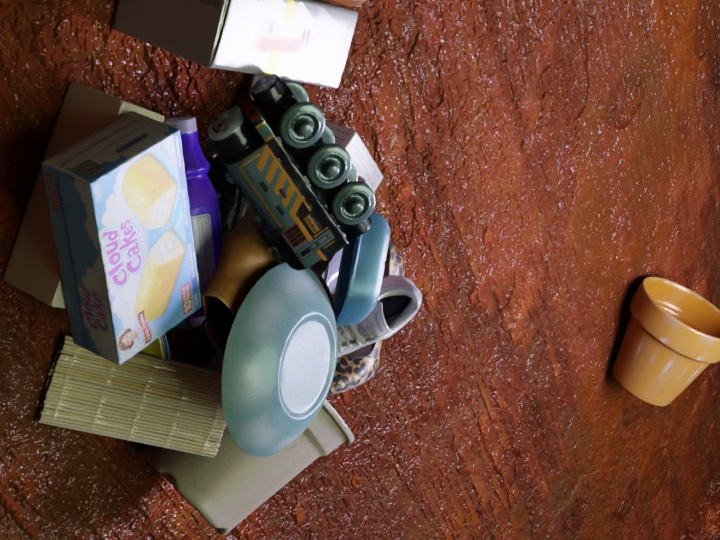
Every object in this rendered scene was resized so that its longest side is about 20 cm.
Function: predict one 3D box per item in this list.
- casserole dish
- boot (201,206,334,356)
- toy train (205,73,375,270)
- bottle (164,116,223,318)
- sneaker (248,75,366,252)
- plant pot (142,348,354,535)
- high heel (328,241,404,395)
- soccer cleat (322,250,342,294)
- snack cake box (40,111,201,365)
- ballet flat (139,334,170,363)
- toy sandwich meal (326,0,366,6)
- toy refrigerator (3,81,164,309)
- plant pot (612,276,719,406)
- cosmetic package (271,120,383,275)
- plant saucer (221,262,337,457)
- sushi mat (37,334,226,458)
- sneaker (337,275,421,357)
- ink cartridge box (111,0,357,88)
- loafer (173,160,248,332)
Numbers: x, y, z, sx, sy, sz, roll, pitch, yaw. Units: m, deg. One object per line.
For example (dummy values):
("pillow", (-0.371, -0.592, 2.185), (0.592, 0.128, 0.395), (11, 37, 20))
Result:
("casserole dish", (0.000, 0.000, 1.503), (0.200, 0.038, 0.123), (129, -28, -78))
("boot", (-0.100, 0.043, 1.421), (0.202, 0.070, 0.145), (62, 41, -42))
("toy train", (-0.066, -0.094, 1.333), (0.113, 0.085, 0.201), (-35, 125, 0))
("bottle", (-0.182, -0.055, 1.405), (0.065, 0.083, 0.202), (-14, 105, -38))
("sneaker", (-0.056, -0.129, 1.472), (0.071, 0.111, 0.202), (10, 70, -66))
("plant pot", (-0.140, 0.188, 1.554), (0.184, 0.200, 0.201), (-45, 143, -12))
("high heel", (-0.002, 0.058, 1.759), (0.200, 0.071, 0.144), (-52, 150, -46))
("soccer cleat", (-0.051, 0.002, 1.676), (0.199, 0.068, 0.074), (-29, 112, -42))
("snack cake box", (-0.217, -0.029, 1.260), (0.115, 0.067, 0.202), (-39, 139, -40))
("ballet flat", (-0.246, 0.022, 1.405), (0.066, 0.067, 0.202), (-21, 126, -22))
("toy sandwich meal", (-0.043, -0.367, 1.369), (0.204, 0.070, 0.207), (22, 58, -42))
("toy refrigerator", (-0.262, -0.069, 1.304), (0.070, 0.075, 0.202), (13, 97, -57))
("plant pot", (0.571, 0.144, 2.559), (0.199, 0.200, 0.184), (-8, 131, -53))
("cosmetic package", (-0.071, -0.066, 1.573), (0.201, 0.087, 0.104), (-58, 147, -17))
("plant saucer", (-0.068, 0.094, 1.388), (0.201, 0.038, 0.203), (-30, 125, -55))
("sushi mat", (-0.229, 0.134, 1.426), (0.198, 0.012, 0.097), (15, 102, -22))
("sneaker", (-0.015, 0.063, 1.682), (0.199, 0.100, 0.075), (-28, 101, -7))
("ink cartridge box", (-0.122, -0.245, 1.340), (0.199, 0.144, 0.084), (0, 111, -55))
("loafer", (-0.168, -0.027, 1.475), (0.063, 0.072, 0.202), (3, 108, -50))
